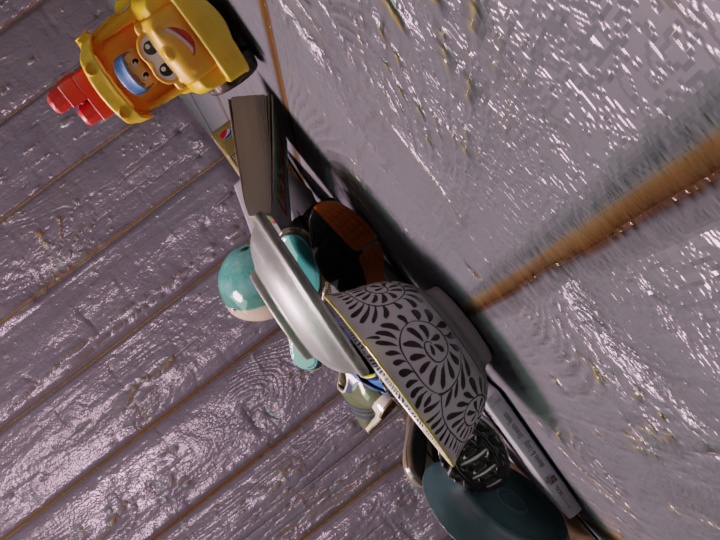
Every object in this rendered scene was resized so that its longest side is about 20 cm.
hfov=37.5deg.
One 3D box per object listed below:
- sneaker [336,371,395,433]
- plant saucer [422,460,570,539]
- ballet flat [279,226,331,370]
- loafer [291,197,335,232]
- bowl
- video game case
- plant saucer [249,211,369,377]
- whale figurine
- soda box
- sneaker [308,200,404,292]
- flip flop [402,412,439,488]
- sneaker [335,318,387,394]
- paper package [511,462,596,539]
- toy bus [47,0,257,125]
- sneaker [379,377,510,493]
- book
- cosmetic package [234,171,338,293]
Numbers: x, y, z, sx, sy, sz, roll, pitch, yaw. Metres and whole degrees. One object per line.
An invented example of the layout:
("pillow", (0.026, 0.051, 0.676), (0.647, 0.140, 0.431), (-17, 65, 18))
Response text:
("sneaker", (0.009, 0.167, 1.478), (0.090, 0.067, 0.200), (44, 166, 8))
("plant saucer", (0.165, 0.274, 1.209), (0.200, 0.036, 0.200), (28, -160, -11))
("ballet flat", (-0.059, 0.022, 1.239), (0.068, 0.075, 0.200), (10, 125, 23))
("loafer", (0.000, 0.000, 1.291), (0.200, 0.063, 0.072), (50, -171, -5))
("bowl", (0.061, 0.076, 0.996), (0.201, 0.094, 0.201), (52, 176, 5))
("video game case", (0.162, 0.178, 1.226), (0.182, 0.024, 0.200), (54, 175, -19))
("plant saucer", (-0.065, 0.034, 1.083), (0.200, 0.050, 0.200), (57, 177, 4))
("whale figurine", (-0.127, -0.014, 1.588), (0.159, 0.200, 0.104), (13, 137, 48))
("soda box", (-0.132, -0.136, 1.518), (0.064, 0.068, 0.200), (48, 174, 40))
("sneaker", (0.000, 0.000, 1.201), (0.200, 0.076, 0.092), (56, 179, -23))
("flip flop", (0.087, 0.196, 1.333), (0.081, 0.058, 0.200), (33, -138, -12))
("sneaker", (0.039, 0.129, 1.242), (0.200, 0.066, 0.078), (42, -149, -15))
("paper package", (0.228, 0.348, 1.382), (0.200, 0.103, 0.191), (50, 175, 45))
("toy bus", (-0.220, -0.208, 1.048), (0.136, 0.192, 0.200), (56, 173, -22))
("sneaker", (0.100, 0.157, 1.170), (0.200, 0.074, 0.079), (54, -165, -6))
("book", (-0.109, -0.108, 1.215), (0.200, 0.048, 0.134), (73, -168, -83))
("cosmetic package", (-0.089, -0.046, 1.397), (0.102, 0.074, 0.200), (37, -157, -47))
